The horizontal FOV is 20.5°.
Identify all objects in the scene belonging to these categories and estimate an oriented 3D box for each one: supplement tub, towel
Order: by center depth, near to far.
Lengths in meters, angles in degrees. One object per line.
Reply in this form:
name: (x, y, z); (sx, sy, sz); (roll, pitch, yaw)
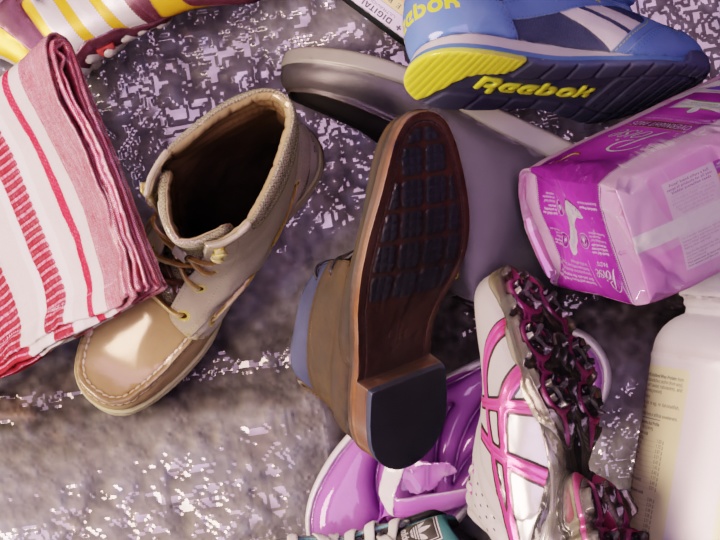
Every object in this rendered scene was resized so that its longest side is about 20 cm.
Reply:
supplement tub: (0.219, 0.102, 1.063); (0.145, 0.145, 0.201); (9, 89, 3)
towel: (-0.187, -0.026, 1.081); (0.023, 0.200, 0.144); (-18, 85, -41)

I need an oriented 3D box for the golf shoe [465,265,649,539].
golf shoe: (0.084, 0.095, 1.042); (0.092, 0.073, 0.200); (-27, 63, 29)

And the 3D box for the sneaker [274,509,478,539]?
sneaker: (0.015, 0.163, 1.086); (0.199, 0.071, 0.080); (8, 118, -14)

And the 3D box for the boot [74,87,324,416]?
boot: (-0.096, -0.009, 1.076); (0.072, 0.155, 0.200); (38, 88, 4)

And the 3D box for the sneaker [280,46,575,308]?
sneaker: (0.034, -0.048, 1.111); (0.200, 0.075, 0.106); (23, 87, 2)

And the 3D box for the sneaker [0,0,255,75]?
sneaker: (-0.147, -0.143, 1.124); (0.199, 0.075, 0.090); (2, 95, 10)

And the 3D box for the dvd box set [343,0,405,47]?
dvd box set: (0.078, -0.213, 1.138); (0.146, 0.029, 0.200); (38, 90, 3)

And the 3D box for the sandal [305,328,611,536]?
sandal: (0.049, 0.097, 1.119); (0.203, 0.050, 0.083); (-39, 85, 3)

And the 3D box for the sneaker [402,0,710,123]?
sneaker: (0.108, -0.131, 1.079); (0.200, 0.074, 0.082); (5, 62, -35)

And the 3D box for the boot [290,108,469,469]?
boot: (0.000, 0.000, 1.075); (0.075, 0.097, 0.201); (-11, 116, -36)

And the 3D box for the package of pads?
package of pads: (0.193, -0.055, 1.054); (0.200, 0.120, 0.076); (-25, 104, -18)
